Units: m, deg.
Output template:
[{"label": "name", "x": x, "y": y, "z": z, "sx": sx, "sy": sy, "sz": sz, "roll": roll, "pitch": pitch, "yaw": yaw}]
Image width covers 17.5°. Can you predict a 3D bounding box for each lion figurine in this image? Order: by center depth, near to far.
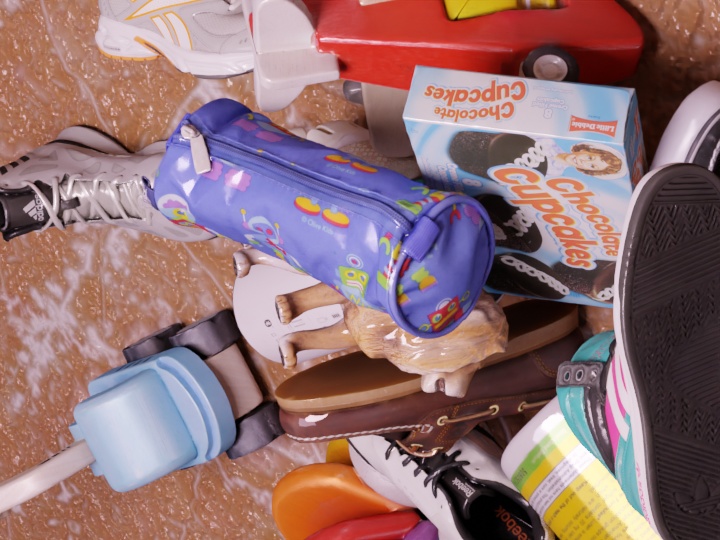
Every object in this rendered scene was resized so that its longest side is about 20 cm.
[{"label": "lion figurine", "x": 0.000, "y": 0.000, "z": 1.340, "sx": 0.200, "sy": 0.122, "sz": 0.073, "roll": -118, "pitch": 18, "yaw": -49}]

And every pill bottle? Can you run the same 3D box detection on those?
[{"label": "pill bottle", "x": 0.183, "y": 0.150, "z": 1.335, "sx": 0.200, "sy": 0.111, "sz": 0.111, "roll": 50, "pitch": 141, "yaw": 14}]

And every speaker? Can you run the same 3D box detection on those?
[{"label": "speaker", "x": 0.006, "y": 0.004, "z": 1.465, "sx": 0.200, "sy": 0.081, "sz": 0.081, "roll": -19, "pitch": 98, "yaw": 52}]

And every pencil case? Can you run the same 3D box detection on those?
[{"label": "pencil case", "x": -0.025, "y": -0.033, "z": 1.257, "sx": 0.200, "sy": 0.078, "sz": 0.087, "roll": 24, "pitch": 169, "yaw": 35}]

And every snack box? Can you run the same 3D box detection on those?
[{"label": "snack box", "x": 0.097, "y": -0.041, "z": 1.260, "sx": 0.116, "sy": 0.037, "sz": 0.200, "roll": 7, "pitch": 155, "yaw": 16}]

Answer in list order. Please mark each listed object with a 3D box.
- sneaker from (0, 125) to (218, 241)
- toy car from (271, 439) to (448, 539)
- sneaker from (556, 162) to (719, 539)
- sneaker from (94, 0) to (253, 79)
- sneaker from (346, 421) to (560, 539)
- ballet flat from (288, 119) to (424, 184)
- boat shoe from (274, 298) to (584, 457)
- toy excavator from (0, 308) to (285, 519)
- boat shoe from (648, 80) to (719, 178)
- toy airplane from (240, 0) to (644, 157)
[{"label": "sneaker", "x": -0.182, "y": -0.042, "z": 1.617, "sx": 0.200, "sy": 0.115, "sz": 0.076, "roll": 13, "pitch": 122, "yaw": 43}, {"label": "toy car", "x": 0.025, "y": 0.193, "z": 1.507, "sx": 0.200, "sy": 0.150, "sz": 0.175, "roll": 43, "pitch": 139, "yaw": 21}, {"label": "sneaker", "x": 0.152, "y": 0.034, "z": 1.213, "sx": 0.121, "sy": 0.083, "sz": 0.201, "roll": -143, "pitch": 48, "yaw": -68}, {"label": "sneaker", "x": -0.104, "y": -0.177, "z": 1.482, "sx": 0.200, "sy": 0.076, "sz": 0.092, "roll": 12, "pitch": 117, "yaw": 42}, {"label": "sneaker", "x": 0.056, "y": 0.118, "z": 1.414, "sx": 0.200, "sy": 0.074, "sz": 0.080, "roll": 38, "pitch": -179, "yaw": 22}, {"label": "ballet flat", "x": -0.027, "y": -0.063, "z": 1.469, "sx": 0.200, "sy": 0.067, "sz": 0.063, "roll": -17, "pitch": 89, "yaw": 54}, {"label": "boat shoe", "x": 0.047, "y": 0.074, "z": 1.369, "sx": 0.070, "sy": 0.200, "sz": 0.071, "roll": -148, "pitch": 48, "yaw": -62}, {"label": "toy excavator", "x": -0.184, "y": 0.121, "z": 1.654, "sx": 0.194, "sy": 0.200, "sz": 0.100, "roll": -19, "pitch": 98, "yaw": 51}, {"label": "boat shoe", "x": 0.195, "y": -0.007, "z": 1.252, "sx": 0.068, "sy": 0.074, "sz": 0.200, "roll": 32, "pitch": 135, "yaw": 35}, {"label": "toy airplane", "x": 0.030, "y": -0.146, "z": 1.287, "sx": 0.200, "sy": 0.141, "sz": 0.199, "roll": -21, "pitch": 136, "yaw": 41}]
